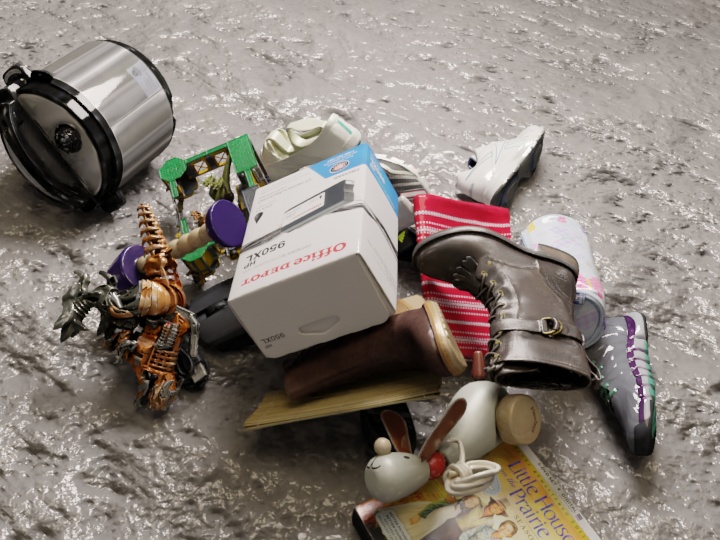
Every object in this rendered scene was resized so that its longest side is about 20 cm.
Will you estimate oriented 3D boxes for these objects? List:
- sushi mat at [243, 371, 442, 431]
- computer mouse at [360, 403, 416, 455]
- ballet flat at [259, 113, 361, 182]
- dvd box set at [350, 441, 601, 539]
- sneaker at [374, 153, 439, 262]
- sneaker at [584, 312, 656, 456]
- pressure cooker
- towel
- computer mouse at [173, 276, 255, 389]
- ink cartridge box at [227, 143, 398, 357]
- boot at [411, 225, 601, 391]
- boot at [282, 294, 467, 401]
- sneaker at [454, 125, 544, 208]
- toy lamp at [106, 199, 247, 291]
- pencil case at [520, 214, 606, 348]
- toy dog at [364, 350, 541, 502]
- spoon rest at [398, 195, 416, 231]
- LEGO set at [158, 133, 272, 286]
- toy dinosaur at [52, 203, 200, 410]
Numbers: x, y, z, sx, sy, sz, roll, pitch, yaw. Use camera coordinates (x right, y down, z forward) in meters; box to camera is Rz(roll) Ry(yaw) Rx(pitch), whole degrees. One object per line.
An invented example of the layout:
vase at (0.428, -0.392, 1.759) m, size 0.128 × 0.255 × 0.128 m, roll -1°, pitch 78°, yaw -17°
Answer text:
sushi mat at (-0.013, 0.122, 0.811) m, size 0.198 × 0.012 × 0.096 m, roll -12°, pitch 9°, yaw 13°
computer mouse at (0.017, 0.131, 0.886) m, size 0.058 × 0.034 × 0.201 m, roll 12°, pitch 34°, yaw -19°
ballet flat at (-0.084, -0.163, 1.076) m, size 0.199 × 0.070 × 0.069 m, roll -10°, pitch 25°, yaw 43°
dvd box set at (0.111, 0.249, 0.772) m, size 0.198 × 0.030 × 0.147 m, roll -15°, pitch 47°, yaw -24°
sneaker at (0.060, -0.064, 1.039) m, size 0.200 × 0.074 × 0.088 m, roll 42°, pitch 48°, yaw -2°
sneaker at (0.281, 0.127, 0.923) m, size 0.087 × 0.075 × 0.201 m, roll -3°, pitch 34°, yaw 16°
pressure cooker at (-0.353, -0.181, 1.043) m, size 0.175 × 0.180 × 0.200 m, roll 23°, pitch 43°, yaw 10°
towel at (0.131, 0.009, 0.958) m, size 0.143 × 0.022 × 0.202 m, roll 8°, pitch 63°, yaw -28°
computer mouse at (-0.131, 0.046, 0.930) m, size 0.198 × 0.053 × 0.139 m, roll -16°, pitch 47°, yaw -25°
ink cartridge box at (-0.041, -0.024, 0.839) m, size 0.144 × 0.085 × 0.201 m, roll -21°, pitch 34°, yaw 18°
boot at (0.141, 0.041, 0.835) m, size 0.198 × 0.070 × 0.175 m, roll 7°, pitch 43°, yaw 7°
boot at (0.007, 0.090, 0.795) m, size 0.165 × 0.073 × 0.200 m, roll -27°, pitch 11°, yaw -3°
sneaker at (0.210, -0.165, 1.209) m, size 0.087 × 0.075 × 0.200 m, roll 24°, pitch 43°, yaw 22°
toy lamp at (-0.208, -0.019, 0.905) m, size 0.199 × 0.058 × 0.058 m, roll -19°, pitch 28°, yaw 35°
pencil case at (0.239, 0.011, 0.993) m, size 0.090 × 0.084 × 0.201 m, roll 4°, pitch 32°, yaw 6°
toy dog at (0.085, 0.141, 0.790) m, size 0.131 × 0.097 × 0.200 m, roll -17°, pitch -1°, yaw 31°
spoon rest at (0.000, 0.000, 0.942) m, size 0.099 × 0.060 × 0.200 m, roll 46°, pitch 57°, yaw -14°
LEGO set at (-0.158, -0.062, 1.025) m, size 0.153 × 0.116 × 0.201 m, roll -29°, pitch 54°, yaw -3°
toy dinosaur at (-0.225, 0.040, 0.858) m, size 0.134 × 0.102 × 0.202 m, roll -1°, pitch 65°, yaw 17°
